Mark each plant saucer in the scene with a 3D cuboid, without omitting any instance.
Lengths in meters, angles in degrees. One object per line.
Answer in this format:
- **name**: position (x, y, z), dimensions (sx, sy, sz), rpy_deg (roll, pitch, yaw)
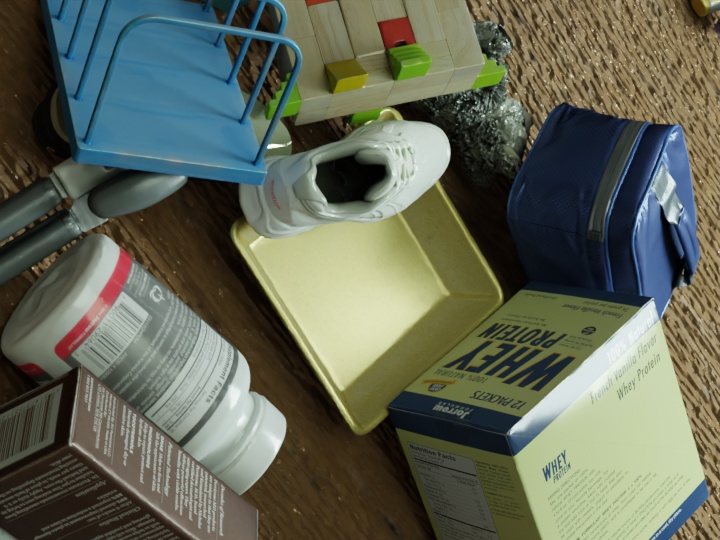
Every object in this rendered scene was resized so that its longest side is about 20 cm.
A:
- **plant saucer**: position (0.000, 0.000, 1.277), dimensions (0.200, 0.048, 0.201), rpy_deg (-40, 105, -33)

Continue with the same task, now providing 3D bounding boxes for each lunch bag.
- **lunch bag**: position (0.221, -0.035, 1.348), dimensions (0.136, 0.131, 0.200), rpy_deg (-61, 149, -24)

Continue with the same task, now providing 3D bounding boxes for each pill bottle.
- **pill bottle**: position (-0.150, 0.076, 1.124), dimensions (0.200, 0.110, 0.111), rpy_deg (43, 62, -22)

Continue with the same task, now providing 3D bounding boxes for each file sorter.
- **file sorter**: position (-0.134, -0.178, 1.100), dimensions (0.138, 0.123, 0.201), rpy_deg (6, 41, -27)

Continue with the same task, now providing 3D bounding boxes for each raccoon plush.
- **raccoon plush**: position (0.054, -0.135, 1.327), dimensions (0.198, 0.097, 0.135), rpy_deg (-5, 90, -10)

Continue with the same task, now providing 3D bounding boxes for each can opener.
- **can opener**: position (-0.217, -0.037, 1.088), dimensions (0.199, 0.066, 0.053), rpy_deg (-32, 110, -8)

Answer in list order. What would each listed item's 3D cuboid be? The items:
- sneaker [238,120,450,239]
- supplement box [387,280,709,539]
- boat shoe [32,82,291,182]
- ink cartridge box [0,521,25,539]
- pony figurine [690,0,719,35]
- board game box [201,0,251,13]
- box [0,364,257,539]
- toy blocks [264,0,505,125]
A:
- **sneaker**: position (0.009, -0.072, 1.202), dimensions (0.199, 0.099, 0.079), rpy_deg (-23, 100, -39)
- **supplement box**: position (0.159, 0.149, 1.285), dimensions (0.200, 0.134, 0.201), rpy_deg (-38, 119, -33)
- **boat shoe**: position (-0.147, -0.106, 1.181), dimensions (0.200, 0.063, 0.074), rpy_deg (6, 81, -30)
- **ink cartridge box**: position (-0.214, 0.249, 1.060), dimensions (0.200, 0.057, 0.163), rpy_deg (52, 26, -39)
- **pony figurine**: position (0.430, -0.310, 1.576), dimensions (0.199, 0.166, 0.194), rpy_deg (-31, 93, -18)
- **board game box**: position (-0.161, -0.311, 1.213), dimensions (0.199, 0.047, 0.152), rpy_deg (19, 73, -31)
- **box**: position (-0.166, 0.159, 1.068), dimensions (0.200, 0.100, 0.075), rpy_deg (48, 27, -36)
- **toy blocks**: position (0.004, -0.200, 1.232), dimensions (0.198, 0.100, 0.138), rpy_deg (-13, 75, -13)
